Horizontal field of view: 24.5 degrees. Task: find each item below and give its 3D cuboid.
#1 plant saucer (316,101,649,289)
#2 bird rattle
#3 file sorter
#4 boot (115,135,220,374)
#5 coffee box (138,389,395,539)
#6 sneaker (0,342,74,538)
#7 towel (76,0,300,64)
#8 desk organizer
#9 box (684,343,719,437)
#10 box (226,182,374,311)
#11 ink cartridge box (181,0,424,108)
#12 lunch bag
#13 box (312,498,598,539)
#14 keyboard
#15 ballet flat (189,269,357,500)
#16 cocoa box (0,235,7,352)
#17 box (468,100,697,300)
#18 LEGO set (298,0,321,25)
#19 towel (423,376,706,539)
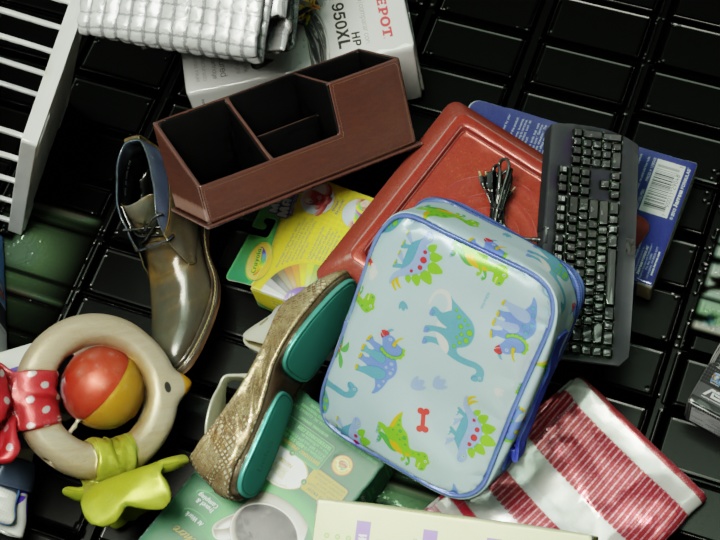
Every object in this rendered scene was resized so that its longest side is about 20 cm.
[{"bbox_3d":[0.099,-0.022,1.327,0.200,0.037,0.200,34,73,14],"label":"plant saucer"},{"bbox_3d":[-0.221,0.109,1.286,0.200,0.113,0.163,35,62,-6],"label":"bird rattle"},{"bbox_3d":[-0.313,-0.142,1.378,0.124,0.200,0.139,17,67,-9],"label":"file sorter"},{"bbox_3d":[-0.169,-0.015,1.364,0.075,0.097,0.200,-19,54,33],"label":"boot"},{"bbox_3d":[-0.079,0.193,1.295,0.123,0.044,0.200,32,73,20],"label":"coffee box"},{"bbox_3d":[-0.265,0.138,1.338,0.200,0.081,0.147,-13,80,-11],"label":"sneaker"},{"bbox_3d":[-0.124,-0.268,1.318,0.165,0.086,0.200,8,93,15],"label":"towel"},{"bbox_3d":[-0.059,-0.109,1.332,0.200,0.077,0.072,-23,24,-23],"label":"desk organizer"},{"bbox_3d":[0.376,0.089,1.281,0.200,0.044,0.160,27,71,18],"label":"box"},{"bbox_3d":[0.000,0.000,1.373,0.200,0.048,0.117,22,70,14],"label":"box"},{"bbox_3d":[-0.055,-0.212,1.456,0.200,0.084,0.145,-11,63,2],"label":"ink cartridge box"},{"bbox_3d":[0.069,0.060,1.242,0.161,0.082,0.200,26,112,18],"label":"lunch bag"},{"bbox_3d":[0.061,0.264,1.192,0.200,0.097,0.176,6,82,11],"label":"box"},{"bbox_3d":[0.152,-0.025,1.297,0.127,0.021,0.200,5,67,3],"label":"keyboard"},{"bbox_3d":[-0.073,0.079,1.284,0.065,0.071,0.200,20,71,27],"label":"ballet flat"},{"bbox_3d":[-0.379,-0.003,1.340,0.133,0.200,0.131,-10,64,4],"label":"cocoa box"},{"bbox_3d":[0.166,-0.062,1.385,0.200,0.032,0.121,19,69,14],"label":"box"},{"bbox_3d":[-0.097,-0.287,1.412,0.200,0.116,0.154,7,94,17],"label":"LEGO set"},{"bbox_3d":[0.147,0.191,1.278,0.200,0.023,0.144,-40,67,-11],"label":"towel"}]
